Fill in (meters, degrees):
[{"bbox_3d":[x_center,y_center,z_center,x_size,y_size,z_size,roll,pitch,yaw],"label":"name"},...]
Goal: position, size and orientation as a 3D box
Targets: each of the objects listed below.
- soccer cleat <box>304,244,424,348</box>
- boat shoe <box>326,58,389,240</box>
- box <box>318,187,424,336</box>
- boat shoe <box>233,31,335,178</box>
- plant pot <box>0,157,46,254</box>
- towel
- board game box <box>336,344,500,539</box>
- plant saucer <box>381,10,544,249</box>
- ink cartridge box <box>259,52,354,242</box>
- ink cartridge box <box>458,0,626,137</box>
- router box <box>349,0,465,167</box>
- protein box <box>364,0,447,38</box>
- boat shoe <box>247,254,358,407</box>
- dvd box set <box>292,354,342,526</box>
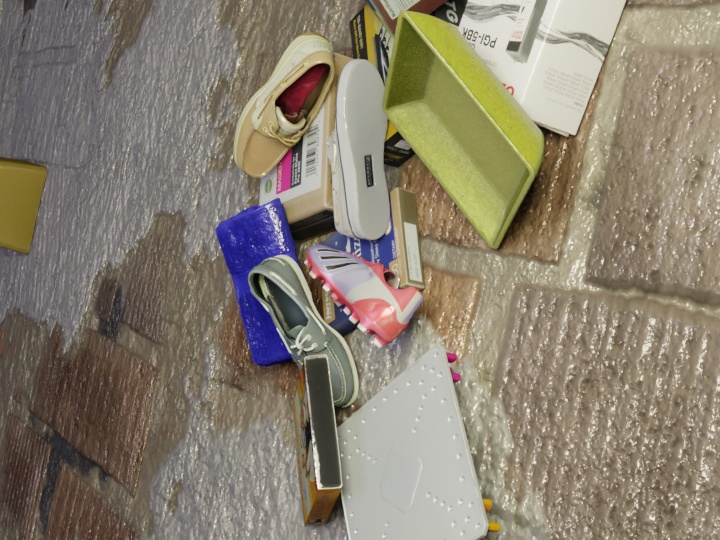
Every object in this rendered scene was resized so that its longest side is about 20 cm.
[{"bbox_3d":[0.002,0.014,1.257,0.076,0.067,0.200,-42,35,-1],"label":"soccer cleat"},{"bbox_3d":[-0.011,-0.136,1.271,0.069,0.070,0.203,6,105,46],"label":"boat shoe"},{"bbox_3d":[0.000,0.000,1.334,0.200,0.032,0.123,-35,53,47],"label":"box"},{"bbox_3d":[-0.094,-0.191,1.359,0.201,0.073,0.067,-60,32,26],"label":"boat shoe"},{"bbox_3d":[-0.835,-0.161,2.473,0.194,0.198,0.198,17,95,56],"label":"plant pot"},{"bbox_3d":[-0.119,0.021,1.416,0.147,0.049,0.202,-21,87,57],"label":"towel"},{"bbox_3d":[0.049,0.210,1.126,0.200,0.026,0.202,-45,44,39],"label":"board game box"},{"bbox_3d":[0.105,-0.141,1.090,0.200,0.048,0.200,53,165,13],"label":"plant saucer"},{"bbox_3d":[-0.057,-0.153,1.426,0.164,0.074,0.203,-16,68,52],"label":"ink cartridge box"},{"bbox_3d":[0.175,-0.252,1.103,0.147,0.082,0.202,34,108,54],"label":"ink cartridge box"},{"bbox_3d":[0.059,-0.247,1.303,0.157,0.052,0.202,-36,52,45],"label":"router box"},{"bbox_3d":[0.053,-0.400,1.215,0.199,0.135,0.199,-35,45,6],"label":"protein box"},{"bbox_3d":[-0.072,0.077,1.323,0.072,0.062,0.202,-32,82,29],"label":"boat shoe"},{"bbox_3d":[-0.051,0.196,1.263,0.200,0.029,0.148,107,157,-66],"label":"dvd box set"}]
